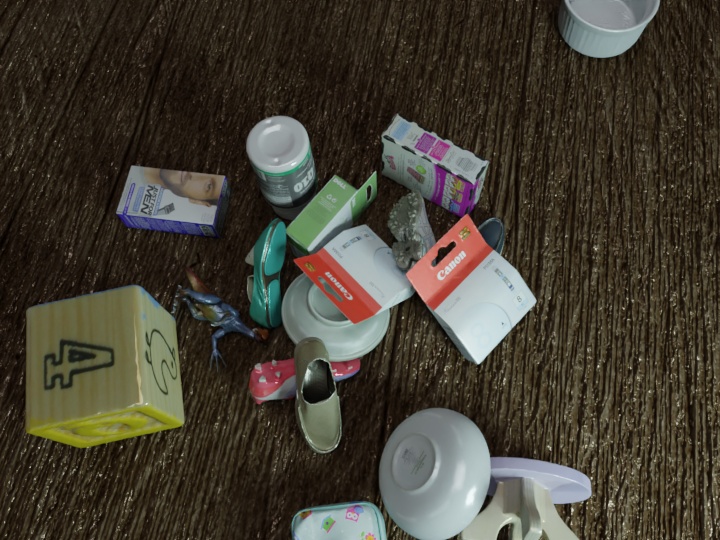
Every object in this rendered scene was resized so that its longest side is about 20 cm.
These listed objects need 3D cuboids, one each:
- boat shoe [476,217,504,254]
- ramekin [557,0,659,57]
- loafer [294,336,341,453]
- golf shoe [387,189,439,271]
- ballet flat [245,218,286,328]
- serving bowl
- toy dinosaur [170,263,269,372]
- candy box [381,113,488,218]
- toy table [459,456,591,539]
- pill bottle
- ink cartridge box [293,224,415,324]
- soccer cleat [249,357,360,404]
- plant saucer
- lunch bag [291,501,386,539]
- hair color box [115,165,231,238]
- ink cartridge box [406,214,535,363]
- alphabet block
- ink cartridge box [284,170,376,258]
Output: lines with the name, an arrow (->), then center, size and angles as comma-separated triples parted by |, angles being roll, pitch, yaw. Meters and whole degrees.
boat shoe -> 0.208, -0.024, 1.165 | 0.074, 0.062, 0.201 | 35, 73, 18
ramekin -> 0.519, -0.555, 1.344 | 0.196, 0.098, 0.204 | -1, 68, 2
loafer -> -0.072, 0.214, 1.037 | 0.074, 0.068, 0.204 | -12, 103, -10
golf shoe -> 0.106, -0.062, 1.189 | 0.078, 0.097, 0.203 | -27, 41, 30
ballet flat -> -0.176, 0.004, 1.130 | 0.069, 0.067, 0.204 | 11, 107, 24
serving bowl -> 0.100, 0.305, 0.978 | 0.198, 0.066, 0.203 | -27, 46, 31
toy dinosaur -> -0.247, 0.070, 1.142 | 0.178, 0.105, 0.203 | 16, 51, -15
candy box -> 0.136, -0.195, 1.198 | 0.198, 0.137, 0.061 | 30, 71, 14
toy table -> 0.249, 0.365, 0.954 | 0.196, 0.185, 0.119 | 0, 51, 15
pill bottle -> -0.139, -0.183, 1.173 | 0.111, 0.201, 0.115 | -1, 68, 3
ink cartridge box -> 0.000, 0.000, 1.111 | 0.160, 0.048, 0.199 | 45, 32, 17
soccer cleat -> -0.097, 0.185, 1.104 | 0.196, 0.077, 0.067 | -9, 45, -19
plant saucer -> -0.043, 0.062, 1.124 | 0.196, 0.051, 0.203 | 3, 55, -4
lunch bag -> -0.023, 0.466, 0.972 | 0.157, 0.077, 0.204 | -8, 68, -1
hair color box -> -0.364, -0.136, 1.241 | 0.196, 0.065, 0.111 | 7, 68, 4
ink cartridge box -> 0.194, 0.032, 1.088 | 0.160, 0.047, 0.201 | -42, 109, -13
alphabet block -> -0.421, 0.165, 1.053 | 0.192, 0.196, 0.204 | -13, 68, 0
ink cartridge box -> -0.052, -0.108, 1.190 | 0.059, 0.104, 0.201 | 36, 74, 16
